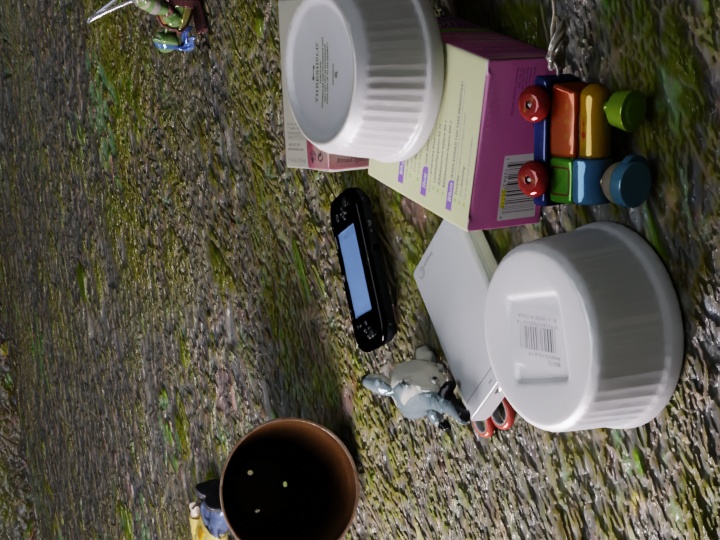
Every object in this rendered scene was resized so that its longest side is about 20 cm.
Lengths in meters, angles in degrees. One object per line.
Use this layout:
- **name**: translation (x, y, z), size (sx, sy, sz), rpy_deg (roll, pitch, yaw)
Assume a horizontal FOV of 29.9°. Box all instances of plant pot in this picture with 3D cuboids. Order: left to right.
- **plant pot**: translation (-0.114, 0.300, 1.847), size (0.200, 0.185, 0.189), rpy_deg (147, 113, -74)

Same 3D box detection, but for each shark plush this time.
- **shark plush**: translation (0.088, 0.144, 1.545), size (0.199, 0.090, 0.084), rpy_deg (-2, 114, 59)

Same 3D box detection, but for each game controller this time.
- **game controller**: translation (0.000, 0.000, 1.688), size (0.104, 0.042, 0.202), rpy_deg (-27, 72, 59)

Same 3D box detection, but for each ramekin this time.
- **ramekin**: translation (-0.004, -0.210, 1.402), size (0.202, 0.094, 0.204), rpy_deg (19, 112, 57)
- **ramekin**: translation (0.204, 0.058, 1.285), size (0.200, 0.097, 0.202), rpy_deg (19, 112, 58)

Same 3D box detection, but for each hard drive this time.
- **hard drive**: translation (0.121, 0.044, 1.481), size (0.132, 0.026, 0.201), rpy_deg (-62, 39, 46)

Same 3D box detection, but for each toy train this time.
- **toy train**: translation (0.213, -0.157, 1.247), size (0.115, 0.084, 0.202), rpy_deg (13, 107, 48)

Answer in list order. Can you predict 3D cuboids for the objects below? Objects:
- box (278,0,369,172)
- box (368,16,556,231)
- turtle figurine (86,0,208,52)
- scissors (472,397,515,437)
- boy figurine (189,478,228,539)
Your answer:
- **box**: translation (-0.013, -0.221, 1.576), size (0.109, 0.127, 0.202), rpy_deg (12, 107, 59)
- **box**: translation (0.105, -0.159, 1.414), size (0.200, 0.096, 0.178), rpy_deg (34, 125, 52)
- **turtle figurine**: translation (-0.318, -0.438, 2.023), size (0.199, 0.144, 0.195), rpy_deg (21, 100, 11)
- **scissors**: translation (0.135, 0.084, 1.497), size (0.073, 0.014, 0.202), rpy_deg (-13, 85, 60)
- **boy figurine**: translation (-0.253, 0.434, 2.209), size (0.124, 0.064, 0.201), rpy_deg (50, 134, 40)
